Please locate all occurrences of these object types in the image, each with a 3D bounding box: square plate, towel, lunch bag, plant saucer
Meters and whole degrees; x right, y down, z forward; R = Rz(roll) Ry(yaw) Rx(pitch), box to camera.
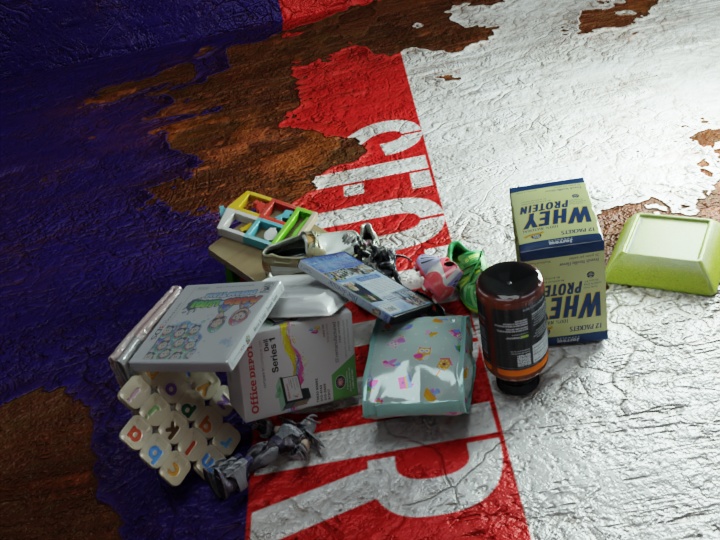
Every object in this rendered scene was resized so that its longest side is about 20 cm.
[{"bbox_3d":[-0.108,0.038,1.428,0.196,0.029,0.198,-2,13,19],"label":"square plate"},{"bbox_3d":[-0.319,0.161,1.420,0.032,0.203,0.192,5,37,26],"label":"towel"},{"bbox_3d":[0.094,0.165,1.349,0.167,0.124,0.201,-3,28,12],"label":"lunch bag"},{"bbox_3d":[0.557,-0.043,1.563,0.196,0.049,0.201,8,39,28],"label":"plant saucer"}]

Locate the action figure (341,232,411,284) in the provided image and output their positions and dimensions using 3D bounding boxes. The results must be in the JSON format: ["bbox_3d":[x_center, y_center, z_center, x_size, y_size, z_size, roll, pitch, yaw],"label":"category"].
[{"bbox_3d":[0.000,0.000,1.558,0.198,0.103,0.119,-31,61,-13],"label":"action figure"}]

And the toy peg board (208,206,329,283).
[{"bbox_3d":[-0.170,-0.016,1.754,0.197,0.099,0.199,31,51,27],"label":"toy peg board"}]

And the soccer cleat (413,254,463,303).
[{"bbox_3d":[0.145,0.002,1.578,0.076,0.067,0.200,-40,11,9],"label":"soccer cleat"}]

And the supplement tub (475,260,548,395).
[{"bbox_3d":[0.236,0.095,1.328,0.105,0.203,0.108,-7,33,5],"label":"supplement tub"}]

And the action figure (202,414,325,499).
[{"bbox_3d":[-0.140,0.274,1.312,0.198,0.071,0.129,-29,18,-31],"label":"action figure"}]

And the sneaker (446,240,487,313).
[{"bbox_3d":[0.205,0.011,1.570,0.073,0.085,0.200,-22,35,-15],"label":"sneaker"}]

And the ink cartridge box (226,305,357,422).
[{"bbox_3d":[-0.112,0.143,1.380,0.196,0.148,0.084,-11,17,-21],"label":"ink cartridge box"}]

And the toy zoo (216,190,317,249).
[{"bbox_3d":[-0.202,-0.100,1.753,0.196,0.021,0.132,19,47,16],"label":"toy zoo"}]

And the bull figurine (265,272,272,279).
[{"bbox_3d":[-0.140,0.081,1.570,0.120,0.065,0.202,31,44,-10],"label":"bull figurine"}]

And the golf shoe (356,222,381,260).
[{"bbox_3d":[0.012,-0.007,1.661,0.075,0.089,0.202,-9,36,2],"label":"golf shoe"}]

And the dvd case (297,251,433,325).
[{"bbox_3d":[0.010,0.025,1.419,0.198,0.018,0.142,30,21,25],"label":"dvd case"}]

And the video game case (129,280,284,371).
[{"bbox_3d":[-0.236,0.084,1.325,0.196,0.024,0.183,-4,38,30],"label":"video game case"}]

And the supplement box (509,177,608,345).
[{"bbox_3d":[0.333,-0.014,1.456,0.131,0.203,0.201,-8,34,9],"label":"supplement box"}]

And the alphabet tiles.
[{"bbox_3d":[-0.279,0.228,1.340,0.015,0.200,0.197,-34,16,42],"label":"alphabet tiles"}]

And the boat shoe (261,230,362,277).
[{"bbox_3d":[-0.092,-0.036,1.628,0.196,0.069,0.075,-21,47,-4],"label":"boat shoe"}]

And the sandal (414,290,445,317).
[{"bbox_3d":[0.116,0.070,1.533,0.074,0.046,0.198,-15,31,-40],"label":"sandal"}]
